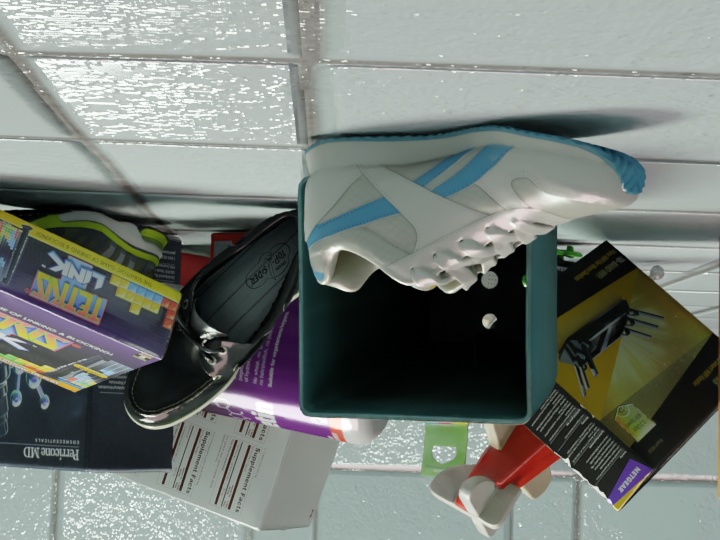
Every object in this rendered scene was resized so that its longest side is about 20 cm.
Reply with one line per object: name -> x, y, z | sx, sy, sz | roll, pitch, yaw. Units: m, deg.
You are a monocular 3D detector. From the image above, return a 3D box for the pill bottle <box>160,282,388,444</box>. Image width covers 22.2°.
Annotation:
pill bottle -> -0.072, 0.065, 1.453 | 0.198, 0.113, 0.112 | 10, 178, 15

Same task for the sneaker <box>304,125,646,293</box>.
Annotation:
sneaker -> 0.058, -0.030, 0.954 | 0.199, 0.082, 0.076 | -3, 172, 38

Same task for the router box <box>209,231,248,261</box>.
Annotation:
router box -> 0.000, 0.000, 1.559 | 0.178, 0.049, 0.200 | -1, 175, 30

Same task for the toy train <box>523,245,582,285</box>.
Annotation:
toy train -> 0.111, -0.009, 1.478 | 0.056, 0.042, 0.199 | 12, -177, 38

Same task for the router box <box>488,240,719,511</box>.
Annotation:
router box -> 0.191, 0.074, 1.399 | 0.157, 0.052, 0.200 | 42, -144, 12

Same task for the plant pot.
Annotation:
plant pot -> 0.060, 0.013, 1.156 | 0.140, 0.143, 0.200 | 1, -178, 18

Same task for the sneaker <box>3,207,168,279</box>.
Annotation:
sneaker -> -0.215, -0.002, 1.403 | 0.073, 0.082, 0.200 | -1, 172, 31

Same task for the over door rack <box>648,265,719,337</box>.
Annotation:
over door rack -> 0.215, 0.029, 1.624 | 0.147, 0.067, 0.200 | 5, -164, -25

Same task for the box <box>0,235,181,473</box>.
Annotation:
box -> -0.243, 0.068, 1.562 | 0.148, 0.202, 0.107 | -2, 174, 37

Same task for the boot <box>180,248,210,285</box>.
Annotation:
boot -> -0.129, 0.033, 1.620 | 0.199, 0.073, 0.144 | 19, -173, 12

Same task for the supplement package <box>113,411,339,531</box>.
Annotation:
supplement package -> -0.136, 0.142, 1.738 | 0.199, 0.148, 0.191 | 19, 178, 14

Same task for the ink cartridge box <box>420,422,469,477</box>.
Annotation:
ink cartridge box -> 0.062, 0.094, 1.742 | 0.059, 0.202, 0.104 | 8, 173, -22

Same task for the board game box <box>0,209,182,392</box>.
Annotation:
board game box -> -0.251, 0.016, 1.302 | 0.199, 0.057, 0.165 | 25, 158, -23

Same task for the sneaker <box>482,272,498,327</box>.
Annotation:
sneaker -> 0.025, 0.006, 1.366 | 0.199, 0.089, 0.081 | -2, 174, 43

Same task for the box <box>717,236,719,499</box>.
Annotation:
box -> 0.333, 0.071, 1.344 | 0.097, 0.202, 0.124 | 3, 175, -19

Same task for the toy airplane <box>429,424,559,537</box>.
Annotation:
toy airplane -> 0.140, 0.139, 1.660 | 0.198, 0.201, 0.141 | -7, -135, -41

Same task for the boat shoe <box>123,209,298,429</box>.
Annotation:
boat shoe -> -0.098, 0.031, 1.308 | 0.199, 0.075, 0.066 | -40, 167, -1
